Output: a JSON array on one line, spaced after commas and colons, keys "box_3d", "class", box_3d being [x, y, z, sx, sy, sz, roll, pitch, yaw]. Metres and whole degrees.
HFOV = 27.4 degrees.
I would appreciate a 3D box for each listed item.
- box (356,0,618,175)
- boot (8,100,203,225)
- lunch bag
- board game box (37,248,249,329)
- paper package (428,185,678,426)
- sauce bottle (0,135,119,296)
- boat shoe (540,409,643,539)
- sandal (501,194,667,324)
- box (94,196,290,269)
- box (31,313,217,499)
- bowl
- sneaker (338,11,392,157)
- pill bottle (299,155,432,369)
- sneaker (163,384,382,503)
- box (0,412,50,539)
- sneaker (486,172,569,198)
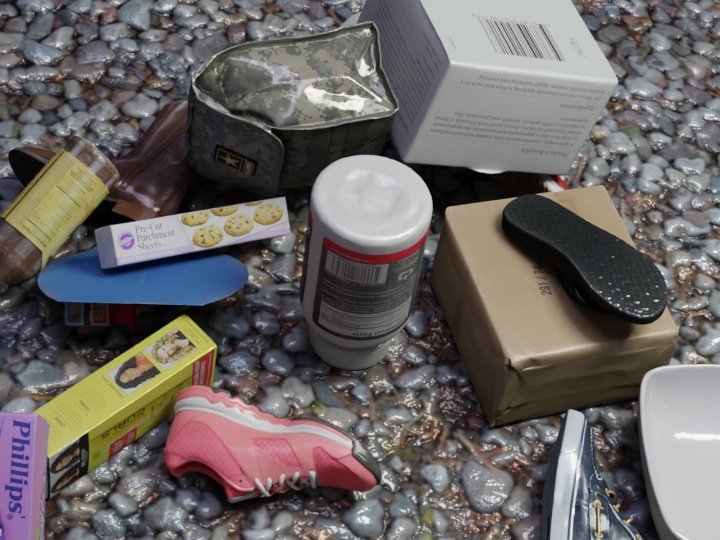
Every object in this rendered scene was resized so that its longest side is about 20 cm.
[{"box_3d": [0.120, -0.212, 1.490, 0.197, 0.131, 0.201, 3, 45, -27], "class": "box"}, {"box_3d": [-0.238, -0.129, 1.534, 0.185, 0.064, 0.201, 29, 52, 5], "class": "boot"}, {"box_3d": [-0.077, -0.150, 1.449, 0.198, 0.164, 0.119, -11, 73, -12], "class": "lunch bag"}, {"box_3d": [-0.205, 0.022, 1.406, 0.198, 0.039, 0.158, 2, 18, 1], "class": "board game box"}, {"box_3d": [0.184, 0.032, 1.427, 0.189, 0.104, 0.201, -8, 50, -17], "class": "paper package"}, {"box_3d": [-0.315, -0.036, 1.405, 0.065, 0.065, 0.200, 36, 79, 22], "class": "sauce bottle"}, {"box_3d": [0.207, 0.220, 1.292, 0.090, 0.071, 0.201, 11, 55, 0], "class": "boat shoe"}, {"box_3d": [0.210, -0.004, 1.371, 0.075, 0.048, 0.200, -23, 44, -25], "class": "sandal"}, {"box_3d": [-0.161, -0.038, 1.443, 0.199, 0.039, 0.042, -11, 92, -35], "class": "box"}, {"box_3d": [-0.219, 0.122, 1.309, 0.050, 0.076, 0.199, 41, 54, 21], "class": "box"}, {"box_3d": [0.345, 0.187, 1.333, 0.198, 0.075, 0.201, 4, 48, -5], "class": "bowl"}, {"box_3d": [0.010, -0.195, 1.618, 0.117, 0.074, 0.201, 16, 58, 15], "class": "sneaker"}, {"box_3d": [0.000, 0.000, 1.362, 0.110, 0.201, 0.111, 4, 49, -5], "class": "pill bottle"}, {"box_3d": [-0.081, 0.173, 1.300, 0.198, 0.074, 0.087, 16, 62, 11], "class": "sneaker"}, {"box_3d": [-0.351, 0.202, 1.156, 0.198, 0.097, 0.178, 2, 78, -7], "class": "box"}, {"box_3d": [0.188, -0.132, 1.592, 0.112, 0.072, 0.200, -30, 57, -25], "class": "sneaker"}]
